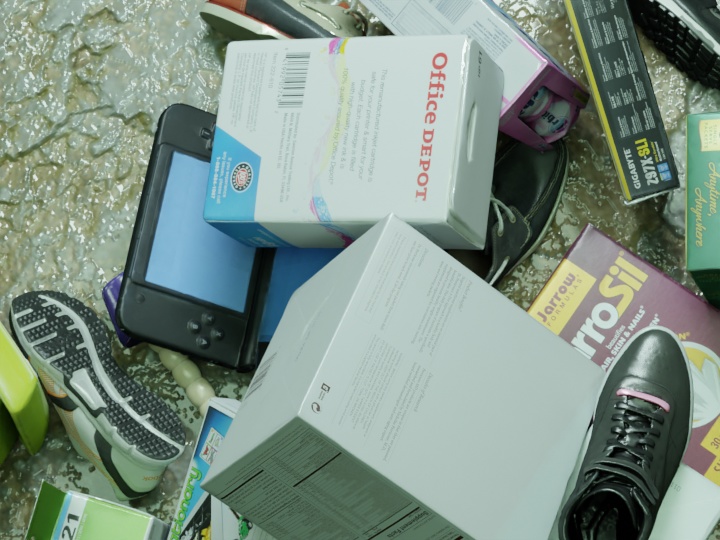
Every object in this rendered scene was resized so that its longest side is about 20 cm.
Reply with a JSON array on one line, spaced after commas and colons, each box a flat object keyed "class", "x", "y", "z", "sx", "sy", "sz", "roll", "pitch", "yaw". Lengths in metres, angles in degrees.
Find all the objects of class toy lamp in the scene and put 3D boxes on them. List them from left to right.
[{"class": "toy lamp", "x": -0.133, "y": 0.085, "z": 1.690, "sx": 0.058, "sy": 0.058, "sz": 0.200, "roll": -38, "pitch": 80, "yaw": -5}]

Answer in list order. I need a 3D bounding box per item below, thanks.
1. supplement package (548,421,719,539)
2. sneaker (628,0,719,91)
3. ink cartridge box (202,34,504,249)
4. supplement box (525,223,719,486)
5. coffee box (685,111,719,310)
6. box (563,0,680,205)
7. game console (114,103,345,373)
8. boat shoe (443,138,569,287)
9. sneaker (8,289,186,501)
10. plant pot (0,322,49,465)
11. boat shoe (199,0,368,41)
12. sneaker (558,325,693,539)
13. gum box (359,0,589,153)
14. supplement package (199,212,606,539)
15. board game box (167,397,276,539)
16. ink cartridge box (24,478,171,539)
[{"class": "supplement package", "x": 0.188, "y": 0.191, "z": 1.583, "sx": 0.114, "sy": 0.200, "sz": 0.110, "roll": 33, "pitch": 81, "yaw": 9}, {"class": "sneaker", "x": 0.257, "y": -0.234, "z": 1.731, "sx": 0.200, "sy": 0.076, "sz": 0.088, "roll": 44, "pitch": 77, "yaw": 9}, {"class": "ink cartridge box", "x": -0.003, "y": -0.093, "z": 1.585, "sx": 0.199, "sy": 0.085, "sz": 0.145, "roll": 1, "pitch": 75, "yaw": 25}, {"class": "supplement box", "x": 0.220, "y": 0.076, "z": 1.654, "sx": 0.200, "sy": 0.103, "sz": 0.131, "roll": 34, "pitch": 83, "yaw": 8}, {"class": "coffee box", "x": 0.280, "y": -0.037, "z": 1.624, "sx": 0.044, "sy": 0.200, "sz": 0.123, "roll": -1, "pitch": 79, "yaw": 16}, {"class": "box", "x": 0.192, "y": -0.167, "z": 1.639, "sx": 0.049, "sy": 0.160, "sz": 0.201, "roll": -16, "pitch": 104, "yaw": 10}, {"class": "game console", "x": -0.077, "y": -0.032, "z": 1.658, "sx": 0.170, "sy": 0.118, "sz": 0.201, "roll": 19, "pitch": 67, "yaw": -21}, {"class": "boat shoe", "x": 0.103, "y": -0.033, "z": 1.699, "sx": 0.072, "sy": 0.068, "sz": 0.200, "roll": 35, "pitch": 78, "yaw": 9}, {"class": "sneaker", "x": -0.219, "y": 0.099, "z": 1.683, "sx": 0.074, "sy": 0.080, "sz": 0.200, "roll": -17, "pitch": 57, "yaw": -39}, {"class": "plant pot", "x": -0.351, "y": 0.091, "z": 1.631, "sx": 0.181, "sy": 0.199, "sz": 0.200, "roll": -34, "pitch": 79, "yaw": -11}, {"class": "boat shoe", "x": -0.032, "y": -0.193, "z": 1.737, "sx": 0.200, "sy": 0.071, "sz": 0.063, "roll": 26, "pitch": 78, "yaw": 11}, {"class": "sneaker", "x": 0.183, "y": 0.126, "z": 1.444, "sx": 0.071, "sy": 0.099, "sz": 0.201, "roll": 17, "pitch": 78, "yaw": 7}, {"class": "gum box", "x": 0.085, "y": -0.181, "z": 1.677, "sx": 0.066, "sy": 0.113, "sz": 0.200, "roll": -48, "pitch": 67, "yaw": 11}, {"class": "supplement package", "x": 0.032, "y": 0.111, "z": 1.504, "sx": 0.200, "sy": 0.147, "sz": 0.192, "roll": 36, "pitch": 51, "yaw": -13}, {"class": "board game box", "x": -0.091, "y": 0.211, "z": 1.613, "sx": 0.126, "sy": 0.035, "sz": 0.201, "roll": 25, "pitch": 102, "yaw": 40}, {"class": "ink cartridge box", "x": -0.207, "y": 0.242, "z": 1.588, "sx": 0.076, "sy": 0.200, "sz": 0.148, "roll": 16, "pitch": 80, "yaw": 5}]
